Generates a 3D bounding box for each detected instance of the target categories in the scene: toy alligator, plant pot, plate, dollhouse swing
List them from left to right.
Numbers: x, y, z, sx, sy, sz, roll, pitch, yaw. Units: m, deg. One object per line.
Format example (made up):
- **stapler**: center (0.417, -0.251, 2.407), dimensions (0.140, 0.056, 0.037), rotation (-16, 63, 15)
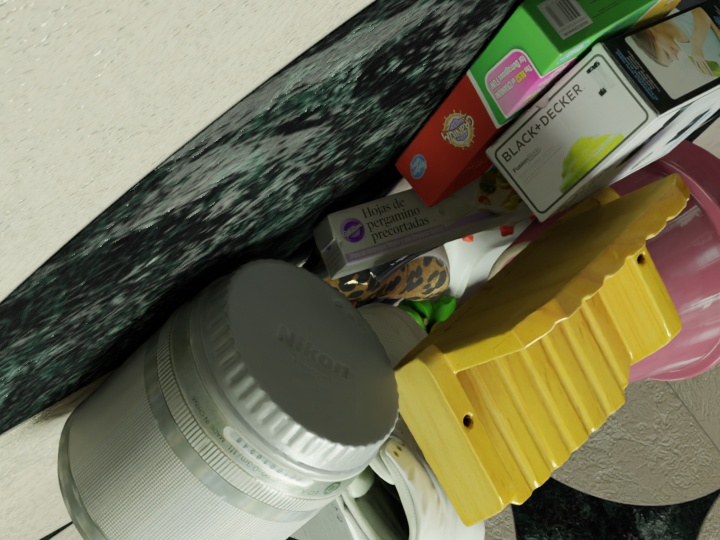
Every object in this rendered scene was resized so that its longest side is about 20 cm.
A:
- **toy alligator**: center (0.022, 0.082, 1.409), dimensions (0.059, 0.054, 0.201), rotation (1, -133, 39)
- **plate**: center (0.115, 0.021, 1.552), dimensions (0.199, 0.032, 0.201), rotation (-16, 135, -43)
- **dollhouse swing**: center (0.151, 0.055, 1.187), dimensions (0.200, 0.182, 0.175), rotation (-40, -159, -28)
- **plant pot**: center (0.201, 0.010, 1.424), dimensions (0.179, 0.201, 0.200), rotation (-27, 167, -43)

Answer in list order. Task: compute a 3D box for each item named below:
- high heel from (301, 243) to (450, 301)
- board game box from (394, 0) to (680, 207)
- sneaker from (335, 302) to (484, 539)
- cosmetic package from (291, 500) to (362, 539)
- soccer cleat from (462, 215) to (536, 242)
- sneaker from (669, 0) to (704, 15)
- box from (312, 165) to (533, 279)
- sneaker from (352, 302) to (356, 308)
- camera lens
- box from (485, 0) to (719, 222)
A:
- **high heel**: center (0.000, 0.000, 1.353), dimensions (0.142, 0.072, 0.200), rotation (-22, 171, -14)
- **board game box**: center (0.123, -0.133, 1.169), dimensions (0.153, 0.040, 0.200), rotation (-32, 170, -32)
- **sneaker**: center (0.020, 0.109, 1.255), dimensions (0.073, 0.201, 0.115), rotation (-29, 160, 22)
- **cosmetic package**: center (0.002, 0.158, 1.695), dimensions (0.199, 0.124, 0.199), rotation (-32, -158, -29)
- **soccer cleat**: center (0.125, -0.084, 1.372), dimensions (0.069, 0.078, 0.199), rotation (23, 144, -37)
- **sneaker**: center (0.270, -0.176, 1.439), dimensions (0.108, 0.070, 0.200), rotation (-34, 168, -10)
- **box**: center (0.065, -0.043, 1.250), dimensions (0.199, 0.039, 0.041), rotation (-18, 169, -21)
- **sneaker**: center (-0.017, 0.061, 1.531), dimensions (0.076, 0.086, 0.200), rotation (-2, -177, -12)
- **camera lens**: center (-0.091, 0.108, 1.179), dimensions (0.200, 0.160, 0.160), rotation (-42, 170, 31)
- **box**: center (0.181, -0.110, 1.181), dimensions (0.117, 0.060, 0.200), rotation (-43, 170, 35)
